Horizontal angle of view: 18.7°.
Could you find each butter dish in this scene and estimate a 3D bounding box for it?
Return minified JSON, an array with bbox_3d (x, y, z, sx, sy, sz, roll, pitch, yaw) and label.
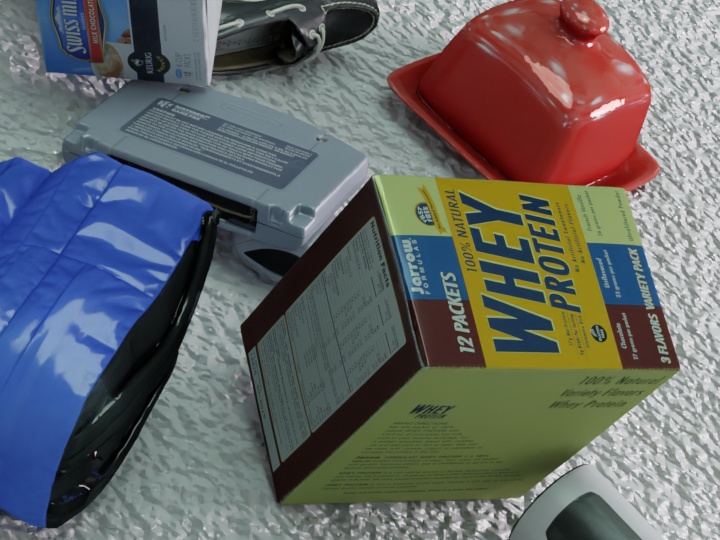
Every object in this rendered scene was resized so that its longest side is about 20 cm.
[{"bbox_3d":[0.158,-0.161,1.814,0.199,0.148,0.199,43,39,21],"label":"butter dish"}]

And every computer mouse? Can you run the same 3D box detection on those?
[{"bbox_3d":[0.000,0.000,1.602,0.199,0.044,0.110,25,37,-5],"label":"computer mouse"}]

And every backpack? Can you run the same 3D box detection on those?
[{"bbox_3d":[-0.197,0.047,1.326,0.166,0.163,0.201,20,48,5],"label":"backpack"}]

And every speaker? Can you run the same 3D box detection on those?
[{"bbox_3d":[0.190,0.224,1.424,0.081,0.082,0.200,-18,56,-45],"label":"speaker"}]

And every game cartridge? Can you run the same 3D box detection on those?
[{"bbox_3d":[-0.102,-0.084,1.608,0.199,0.041,0.133,21,37,16],"label":"game cartridge"}]

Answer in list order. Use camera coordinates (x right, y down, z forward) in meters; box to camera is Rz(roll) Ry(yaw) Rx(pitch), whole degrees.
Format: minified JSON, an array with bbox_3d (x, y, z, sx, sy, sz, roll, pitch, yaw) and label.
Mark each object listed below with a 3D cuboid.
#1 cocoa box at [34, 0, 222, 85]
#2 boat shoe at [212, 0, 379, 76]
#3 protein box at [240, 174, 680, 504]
[{"bbox_3d":[-0.168,-0.260,1.653,0.130,0.134,0.201,5,57,1],"label":"cocoa box"},{"bbox_3d":[-0.065,-0.193,1.771,0.198,0.074,0.061,-4,46,-33],"label":"boat shoe"},{"bbox_3d":[0.060,0.049,1.423,0.197,0.200,0.136,2,60,-31],"label":"protein box"}]
